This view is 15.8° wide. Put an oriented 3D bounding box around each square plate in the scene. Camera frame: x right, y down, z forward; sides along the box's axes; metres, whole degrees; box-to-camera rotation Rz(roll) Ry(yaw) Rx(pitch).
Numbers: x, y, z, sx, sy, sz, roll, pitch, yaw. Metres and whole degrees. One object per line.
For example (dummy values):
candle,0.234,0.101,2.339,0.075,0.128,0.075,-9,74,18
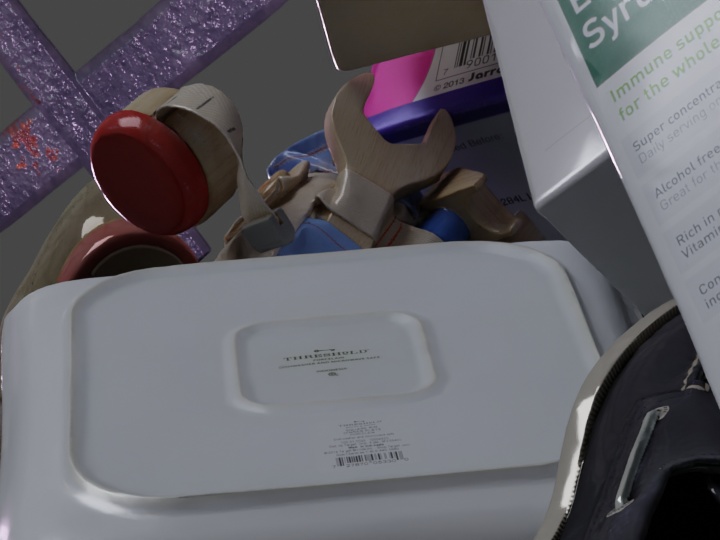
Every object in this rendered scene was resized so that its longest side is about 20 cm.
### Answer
square plate,-0.006,0.036,0.737,0.199,0.029,0.198,-5,23,-4

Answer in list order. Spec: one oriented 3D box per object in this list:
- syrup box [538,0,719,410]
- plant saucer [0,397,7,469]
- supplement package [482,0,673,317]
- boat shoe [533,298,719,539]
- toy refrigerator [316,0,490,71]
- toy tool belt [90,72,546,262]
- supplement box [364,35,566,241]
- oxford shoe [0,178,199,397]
syrup box,0.102,-0.044,0.603,0.079,0.201,0.081,-36,-36,22
plant saucer,-0.063,0.071,0.831,0.200,0.199,0.037,166,117,-77
supplement package,0.117,-0.076,0.776,0.121,0.120,0.200,-35,34,19
boat shoe,0.077,0.068,0.592,0.063,0.073,0.200,-13,24,40
toy refrigerator,0.078,-0.136,0.901,0.199,0.070,0.076,-14,39,3
toy tool belt,0.000,0.000,0.912,0.125,0.200,0.123,-18,21,49
supplement box,0.079,-0.103,1.000,0.101,0.103,0.201,-14,45,29
oxford shoe,-0.114,0.060,0.982,0.201,0.070,0.075,-63,28,18
